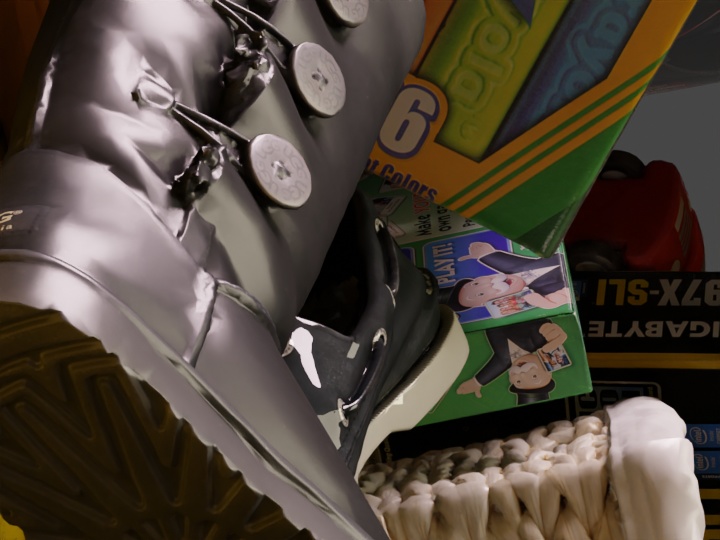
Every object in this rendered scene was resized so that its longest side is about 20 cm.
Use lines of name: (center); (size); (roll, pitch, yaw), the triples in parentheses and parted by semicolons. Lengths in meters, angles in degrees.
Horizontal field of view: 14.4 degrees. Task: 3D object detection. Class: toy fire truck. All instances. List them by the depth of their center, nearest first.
toy fire truck: (0.042, 0.017, 1.082); (0.141, 0.199, 0.049); (61, 37, -47)

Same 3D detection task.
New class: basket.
basket: (0.039, 0.153, 0.879); (0.198, 0.160, 0.201); (-14, 92, -86)

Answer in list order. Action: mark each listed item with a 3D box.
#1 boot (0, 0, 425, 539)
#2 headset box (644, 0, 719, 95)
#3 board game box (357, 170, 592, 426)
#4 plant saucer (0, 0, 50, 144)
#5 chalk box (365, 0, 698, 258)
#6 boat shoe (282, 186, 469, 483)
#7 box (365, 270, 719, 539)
boot: (-0.019, 0.002, 0.649); (0.165, 0.065, 0.200); (55, 27, -29)
headset box: (0.136, -0.121, 0.989); (0.200, 0.148, 0.075); (61, 19, -78)
board game box: (0.000, 0.000, 0.927); (0.200, 0.134, 0.029); (-90, 167, -68)
plant saucer: (-0.077, -0.083, 0.776); (0.200, 0.037, 0.201); (-11, 90, -85)
chalk box: (0.044, -0.132, 0.808); (0.200, 0.124, 0.125); (-62, -169, 21)
boat shoe: (-0.028, 0.030, 0.717); (0.199, 0.074, 0.066); (-43, 117, -56)
box: (0.074, 0.083, 1.047); (0.200, 0.159, 0.049); (80, 13, -45)
